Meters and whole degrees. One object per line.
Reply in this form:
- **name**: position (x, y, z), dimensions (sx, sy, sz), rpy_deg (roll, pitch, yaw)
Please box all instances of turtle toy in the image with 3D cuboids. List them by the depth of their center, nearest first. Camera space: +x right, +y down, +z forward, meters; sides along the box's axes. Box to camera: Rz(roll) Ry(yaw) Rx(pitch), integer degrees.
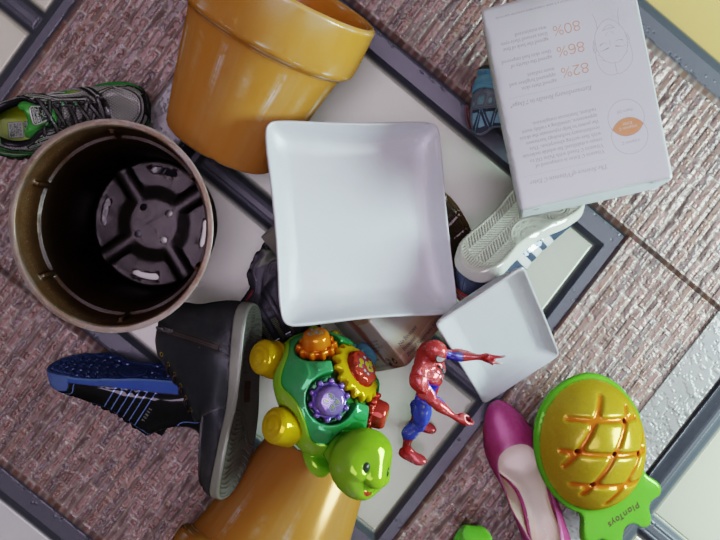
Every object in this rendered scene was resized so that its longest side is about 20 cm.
- **turtle toy**: position (-0.025, 0.141, 0.994), dimensions (0.100, 0.145, 0.203), rpy_deg (-34, 55, 28)

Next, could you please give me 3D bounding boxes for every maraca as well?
- **maraca**: position (0.264, 0.211, 1.079), dimensions (0.135, 0.107, 0.203), rpy_deg (-29, 101, -11)

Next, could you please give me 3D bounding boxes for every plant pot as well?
- **plant pot**: position (-0.111, -0.212, 1.017), dimensions (0.197, 0.201, 0.186), rpy_deg (28, 109, -1)
- **plant pot**: position (-0.238, -0.048, 1.020), dimensions (0.195, 0.198, 0.205), rpy_deg (0, 93, -1)
- **plant pot**: position (-0.090, 0.289, 1.054), dimensions (0.198, 0.200, 0.185), rpy_deg (31, 77, -2)

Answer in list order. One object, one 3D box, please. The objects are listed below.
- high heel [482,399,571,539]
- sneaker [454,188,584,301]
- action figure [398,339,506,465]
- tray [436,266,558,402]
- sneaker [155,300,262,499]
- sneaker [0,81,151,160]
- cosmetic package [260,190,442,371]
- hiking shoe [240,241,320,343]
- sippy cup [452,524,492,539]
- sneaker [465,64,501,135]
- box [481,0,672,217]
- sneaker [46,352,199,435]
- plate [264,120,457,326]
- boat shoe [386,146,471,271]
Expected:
- **high heel**: position (0.187, 0.247, 1.085), dimensions (0.066, 0.096, 0.204), rpy_deg (-15, 93, 1)
- **sneaker**: position (0.170, -0.029, 1.072), dimensions (0.198, 0.085, 0.075), rpy_deg (-32, 57, -30)
- **action figure**: position (0.094, 0.140, 1.030), dimensions (0.097, 0.202, 0.066), rpy_deg (13, 53, 11)
- **tray**: position (0.149, 0.069, 1.052), dimensions (0.106, 0.201, 0.022), rpy_deg (-33, 52, 1)
- **sneaker**: position (-0.166, 0.132, 1.023), dimensions (0.104, 0.075, 0.205), rpy_deg (3, 79, 17)
- **sneaker**: position (-0.327, -0.161, 1.070), dimensions (0.196, 0.085, 0.080), rpy_deg (-12, 93, 0)
- **cosmetic package**: position (0.000, 0.000, 1.051), dimensions (0.200, 0.087, 0.103), rpy_deg (48, 66, -9)
- **hiking shoe**: position (-0.097, 0.065, 1.086), dimensions (0.099, 0.076, 0.204), rpy_deg (21, 92, 2)
- **sippy cup**: position (0.120, 0.389, 1.078), dimensions (0.138, 0.130, 0.180), rpy_deg (-30, 93, 3)
- **sneaker**: position (0.211, -0.155, 1.080), dimensions (0.197, 0.079, 0.097), rpy_deg (21, 99, 9)
- **box**: position (0.214, -0.170, 0.981), dimensions (0.149, 0.106, 0.205), rpy_deg (-11, 88, 9)
- **sneaker**: position (-0.259, 0.144, 1.095), dimensions (0.195, 0.070, 0.080), rpy_deg (5, 110, 10)
- **plate**: position (-0.001, -0.050, 0.992), dimensions (0.196, 0.032, 0.204), rpy_deg (-3, 85, -25)
- **boat shoe**: position (0.054, -0.076, 1.082), dimensions (0.074, 0.066, 0.201), rpy_deg (-41, 105, 0)
